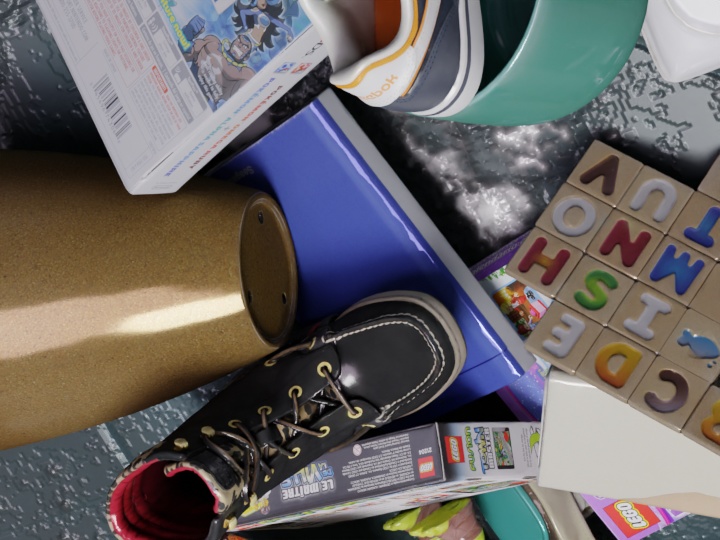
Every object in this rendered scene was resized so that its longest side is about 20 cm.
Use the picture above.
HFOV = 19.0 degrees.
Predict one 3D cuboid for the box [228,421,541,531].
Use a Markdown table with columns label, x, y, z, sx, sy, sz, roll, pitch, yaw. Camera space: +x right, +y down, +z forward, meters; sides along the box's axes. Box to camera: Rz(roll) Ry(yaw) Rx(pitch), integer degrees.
| label | x | y | z | sx | sy | sz | roll | pitch | yaw |
| --- | --- | --- | --- | --- | --- | --- | --- | --- | --- |
| box | 0.009 | 0.127 | 1.311 | 0.200 | 0.110 | 0.035 | -17 | 76 | 39 |

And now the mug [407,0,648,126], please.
| label | x | y | z | sx | sy | sz | roll | pitch | yaw |
| --- | --- | --- | --- | --- | --- | --- | --- | --- | --- |
| mug | 0.067 | -0.159 | 1.150 | 0.185 | 0.114 | 0.152 | 34 | 113 | 41 |

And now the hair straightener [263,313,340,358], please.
| label | x | y | z | sx | sy | sz | roll | pitch | yaw |
| --- | --- | --- | --- | --- | --- | --- | --- | --- | --- |
| hair straightener | -0.040 | 0.071 | 1.329 | 0.200 | 0.041 | 0.077 | -20 | 104 | 41 |

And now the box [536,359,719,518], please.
| label | x | y | z | sx | sy | sz | roll | pitch | yaw |
| --- | --- | --- | --- | --- | --- | --- | --- | --- | --- |
| box | 0.206 | 0.084 | 1.216 | 0.200 | 0.095 | 0.078 | 10 | 119 | 12 |

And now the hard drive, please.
| label | x | y | z | sx | sy | sz | roll | pitch | yaw |
| --- | --- | --- | --- | --- | --- | --- | --- | --- | --- |
| hard drive | 0.000 | 0.000 | 1.284 | 0.200 | 0.025 | 0.132 | 52 | 139 | -7 |

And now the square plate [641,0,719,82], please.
| label | x | y | z | sx | sy | sz | roll | pitch | yaw |
| --- | --- | --- | --- | --- | --- | --- | --- | --- | --- |
| square plate | 0.213 | -0.211 | 1.134 | 0.200 | 0.028 | 0.198 | -18 | 112 | 25 |

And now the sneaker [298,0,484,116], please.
| label | x | y | z | sx | sy | sz | roll | pitch | yaw |
| --- | --- | --- | --- | --- | --- | --- | --- | --- | --- |
| sneaker | 0.011 | -0.178 | 1.071 | 0.078 | 0.079 | 0.200 | -19 | 74 | 45 |

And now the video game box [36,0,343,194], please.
| label | x | y | z | sx | sy | sz | roll | pitch | yaw |
| --- | --- | --- | --- | --- | --- | --- | --- | --- | --- |
| video game box | -0.100 | -0.174 | 1.184 | 0.182 | 0.047 | 0.200 | -39 | 69 | 35 |

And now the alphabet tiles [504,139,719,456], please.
| label | x | y | z | sx | sy | sz | roll | pitch | yaw |
| --- | --- | --- | --- | --- | --- | --- | --- | --- | --- |
| alphabet tiles | 0.190 | 0.008 | 1.190 | 0.200 | 0.167 | 0.008 | 29 | 160 | 18 |

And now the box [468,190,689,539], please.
| label | x | y | z | sx | sy | sz | roll | pitch | yaw |
| --- | --- | --- | --- | --- | --- | --- | --- | --- | --- |
| box | 0.156 | 0.058 | 1.293 | 0.137 | 0.039 | 0.200 | -32 | 105 | 29 |

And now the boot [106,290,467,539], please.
| label | x | y | z | sx | sy | sz | roll | pitch | yaw |
| --- | --- | --- | --- | --- | --- | --- | --- | --- | --- |
| boot | -0.044 | 0.088 | 1.210 | 0.200 | 0.151 | 0.073 | -22 | 102 | 42 |

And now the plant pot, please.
| label | x | y | z | sx | sy | sz | roll | pitch | yaw |
| --- | --- | --- | --- | --- | --- | --- | --- | --- | --- |
| plant pot | -0.145 | 0.008 | 1.275 | 0.200 | 0.186 | 0.187 | -6 | 116 | 18 |

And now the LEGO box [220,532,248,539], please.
| label | x | y | z | sx | sy | sz | roll | pitch | yaw |
| --- | --- | --- | --- | --- | --- | --- | --- | --- | --- |
| LEGO box | -0.032 | 0.259 | 1.370 | 0.149 | 0.077 | 0.200 | 12 | 149 | 43 |

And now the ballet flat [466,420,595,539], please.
| label | x | y | z | sx | sy | sz | roll | pitch | yaw |
| --- | --- | --- | --- | --- | --- | --- | --- | --- | --- |
| ballet flat | 0.132 | 0.174 | 1.344 | 0.069 | 0.069 | 0.200 | -36 | 77 | 30 |

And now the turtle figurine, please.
| label | x | y | z | sx | sy | sz | roll | pitch | yaw |
| --- | --- | --- | --- | --- | --- | --- | --- | --- | --- |
| turtle figurine | 0.081 | 0.220 | 1.349 | 0.064 | 0.200 | 0.161 | -27 | 99 | -5 |
